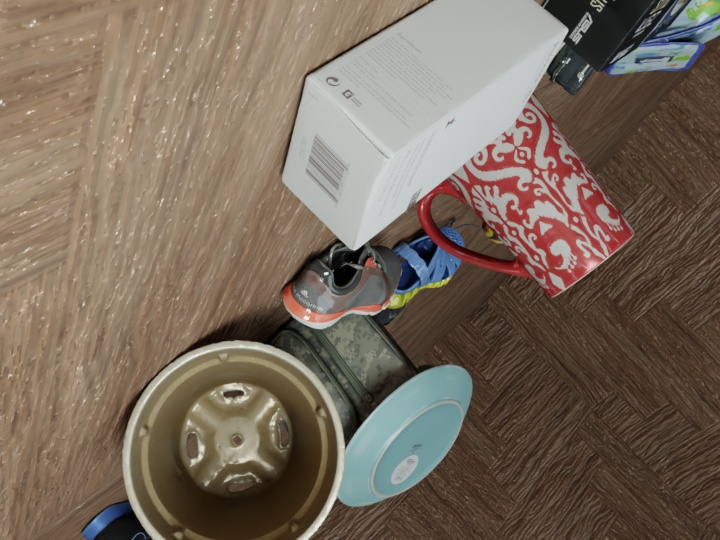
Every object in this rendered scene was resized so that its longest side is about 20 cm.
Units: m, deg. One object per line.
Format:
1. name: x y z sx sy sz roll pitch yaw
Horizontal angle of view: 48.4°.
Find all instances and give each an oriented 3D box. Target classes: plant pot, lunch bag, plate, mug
1. plant pot: -0.125 0.175 0.804 0.200 0.201 0.183 -42 -179 -11
2. lunch bag: 0.407 -0.333 1.039 0.199 0.128 0.170 -32 174 12
3. plate: 0.057 0.191 0.885 0.199 0.026 0.201 -29 140 -27
4. mug: 0.170 -0.074 0.847 0.133 0.201 0.178 -34 172 -35
5. lunch bag: -0.021 0.141 0.944 0.167 0.200 0.139 -41 149 1

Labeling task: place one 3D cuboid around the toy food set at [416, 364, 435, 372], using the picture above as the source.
1. toy food set: 0.022 0.192 1.031 0.200 0.197 0.049 -48 132 -25

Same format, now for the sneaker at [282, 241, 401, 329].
1. sneaker: 0.000 0.000 0.863 0.200 0.077 0.082 -29 155 -57

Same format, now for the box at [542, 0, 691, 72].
1. box: 0.285 -0.302 0.765 0.200 0.086 0.164 -35 166 -42

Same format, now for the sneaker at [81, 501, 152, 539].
1. sneaker: -0.280 0.336 1.040 0.070 0.078 0.200 -46 169 10

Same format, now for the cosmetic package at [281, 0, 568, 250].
1. cosmetic package: 0.046 -0.118 0.570 0.200 0.081 0.113 -38 165 -29

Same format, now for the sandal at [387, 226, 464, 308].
1. sandal: 0.094 -0.017 1.139 0.200 0.079 0.087 -35 163 -47

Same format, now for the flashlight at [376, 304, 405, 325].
1. flashlight: -0.003 0.071 1.148 0.068 0.068 0.200 -40 177 24

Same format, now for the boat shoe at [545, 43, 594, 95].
1. boat shoe: 0.293 -0.283 0.929 0.200 0.060 0.076 -44 169 -3

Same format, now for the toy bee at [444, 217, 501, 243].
1. toy bee: 0.235 -0.088 1.312 0.200 0.109 0.131 -46 171 5
